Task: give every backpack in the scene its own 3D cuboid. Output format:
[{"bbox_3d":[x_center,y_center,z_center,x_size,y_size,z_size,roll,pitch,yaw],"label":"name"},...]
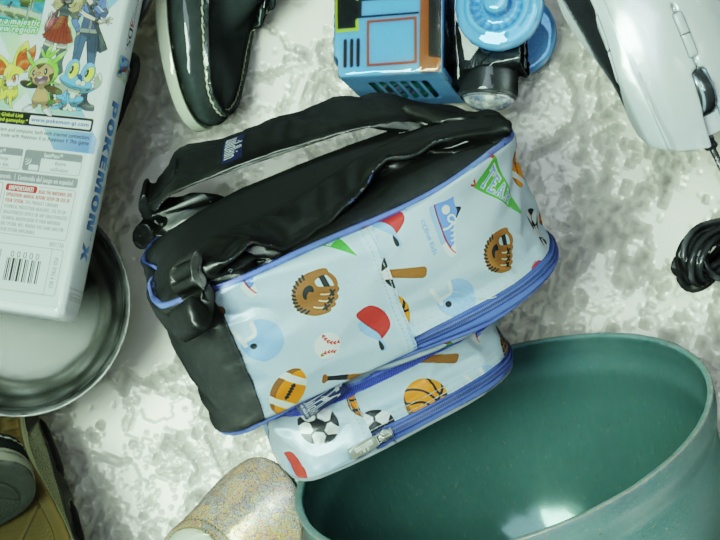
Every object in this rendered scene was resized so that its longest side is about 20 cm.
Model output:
[{"bbox_3d":[0.000,0.000,0.733,0.190,0.200,0.154,-31,111,-3],"label":"backpack"}]

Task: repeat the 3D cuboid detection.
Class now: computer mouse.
[{"bbox_3d":[0.158,-0.097,0.738,0.110,0.044,0.200,-26,80,-12],"label":"computer mouse"}]

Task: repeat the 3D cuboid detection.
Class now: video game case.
[{"bbox_3d":[-0.216,-0.076,0.754,0.200,0.022,0.183,7,80,17],"label":"video game case"}]

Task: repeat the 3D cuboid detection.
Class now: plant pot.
[{"bbox_3d":[0.085,0.134,0.712,0.200,0.200,0.134,-19,107,5],"label":"plant pot"}]

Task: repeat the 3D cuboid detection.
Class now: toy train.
[{"bbox_3d":[0.044,-0.182,0.798,0.114,0.087,0.200,-1,83,13],"label":"toy train"}]

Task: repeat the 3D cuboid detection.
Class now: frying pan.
[{"bbox_3d":[-0.174,-0.019,0.780,0.115,0.031,0.190,2,83,0],"label":"frying pan"}]

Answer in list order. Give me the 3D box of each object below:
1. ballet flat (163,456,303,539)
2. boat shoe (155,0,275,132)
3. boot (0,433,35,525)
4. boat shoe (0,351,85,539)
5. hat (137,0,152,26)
[{"bbox_3d":[-0.089,0.180,0.738,0.068,0.067,0.200,37,116,27],"label":"ballet flat"},{"bbox_3d":[-0.065,-0.174,0.815,0.066,0.075,0.200,-2,73,19],"label":"boat shoe"},{"bbox_3d":[-0.268,0.066,0.748,0.203,0.074,0.154,-6,47,-8],"label":"boot"},{"bbox_3d":[-0.197,0.104,0.795,0.073,0.065,0.200,-22,56,-7],"label":"boat shoe"},{"bbox_3d":[-0.181,-0.149,0.819,0.200,0.081,0.201,-4,76,17],"label":"hat"}]
